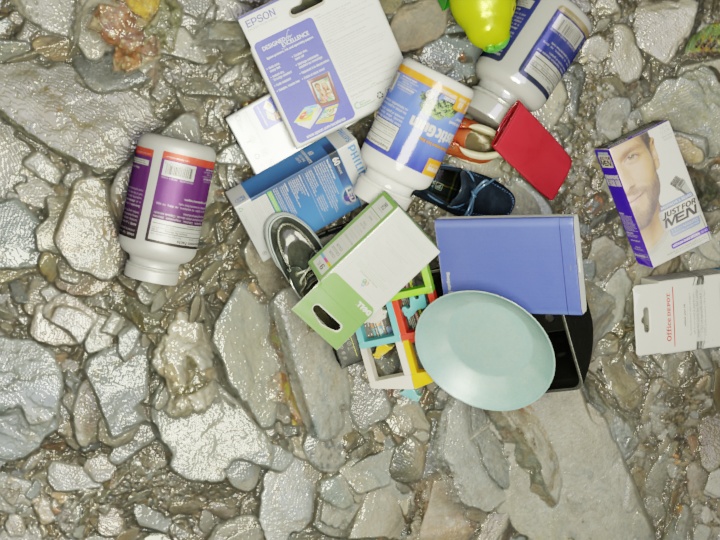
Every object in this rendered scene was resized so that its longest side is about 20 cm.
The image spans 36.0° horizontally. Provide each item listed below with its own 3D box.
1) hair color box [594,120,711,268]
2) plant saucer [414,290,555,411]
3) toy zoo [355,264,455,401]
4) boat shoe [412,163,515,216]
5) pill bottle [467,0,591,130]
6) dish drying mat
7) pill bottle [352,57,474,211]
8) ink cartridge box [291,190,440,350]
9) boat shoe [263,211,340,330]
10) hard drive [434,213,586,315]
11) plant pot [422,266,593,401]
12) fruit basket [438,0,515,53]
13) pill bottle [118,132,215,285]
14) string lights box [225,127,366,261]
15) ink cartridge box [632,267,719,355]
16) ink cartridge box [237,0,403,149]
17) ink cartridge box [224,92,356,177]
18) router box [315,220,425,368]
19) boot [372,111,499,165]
[{"bbox_3d":[0.454,-0.118,1.714,0.108,0.065,0.202,-25,99,-6],"label":"hair color box"},{"bbox_3d":[0.174,0.102,1.521,0.199,0.039,0.203,13,127,17],"label":"plant saucer"},{"bbox_3d":[0.059,0.092,1.593,0.130,0.020,0.202,-13,101,18],"label":"toy zoo"},{"bbox_3d":[0.140,-0.115,1.651,0.198,0.069,0.085,11,95,-12],"label":"boat shoe"},{"bbox_3d":[0.238,-0.303,1.622,0.119,0.120,0.201,34,90,-13],"label":"pill bottle"},{"bbox_3d":[0.255,-0.174,1.633,0.200,0.018,0.077,32,89,-50],"label":"dish drying mat"},{"bbox_3d":[0.068,-0.182,1.539,0.111,0.112,0.202,23,101,-12],"label":"pill bottle"},{"bbox_3d":[0.000,0.000,1.511,0.200,0.059,0.104,-44,125,3],"label":"ink cartridge box"},{"bbox_3d":[-0.066,0.006,1.559,0.072,0.071,0.201,-34,104,-7],"label":"boat shoe"},{"bbox_3d":[0.200,-0.008,1.491,0.198,0.025,0.133,0,107,30],"label":"hard drive"},{"bbox_3d":[0.237,0.058,1.614,0.198,0.177,0.202,-11,100,33],"label":"plant pot"},{"bbox_3d":[0.173,-0.418,1.552,0.155,0.216,0.216,-40,102,-4],"label":"fruit basket"},{"bbox_3d":[-0.275,-0.086,1.554,0.111,0.112,0.202,12,95,-12],"label":"pill bottle"},{"bbox_3d":[-0.082,-0.111,1.598,0.199,0.059,0.103,-30,124,-6],"label":"string lights box"},{"bbox_3d":[0.511,0.063,1.743,0.198,0.068,0.117,-6,98,-10],"label":"ink cartridge box"},{"bbox_3d":[-0.047,-0.304,1.568,0.196,0.047,0.202,-26,100,-5],"label":"ink cartridge box"},{"bbox_3d":[-0.089,-0.226,1.610,0.199,0.039,0.100,-29,101,-5],"label":"ink cartridge box"},{"bbox_3d":[0.006,0.025,1.644,0.148,0.062,0.202,-20,100,-6],"label":"router box"},{"bbox_3d":[0.117,-0.208,1.618,0.198,0.107,0.076,16,95,-11],"label":"boot"}]
